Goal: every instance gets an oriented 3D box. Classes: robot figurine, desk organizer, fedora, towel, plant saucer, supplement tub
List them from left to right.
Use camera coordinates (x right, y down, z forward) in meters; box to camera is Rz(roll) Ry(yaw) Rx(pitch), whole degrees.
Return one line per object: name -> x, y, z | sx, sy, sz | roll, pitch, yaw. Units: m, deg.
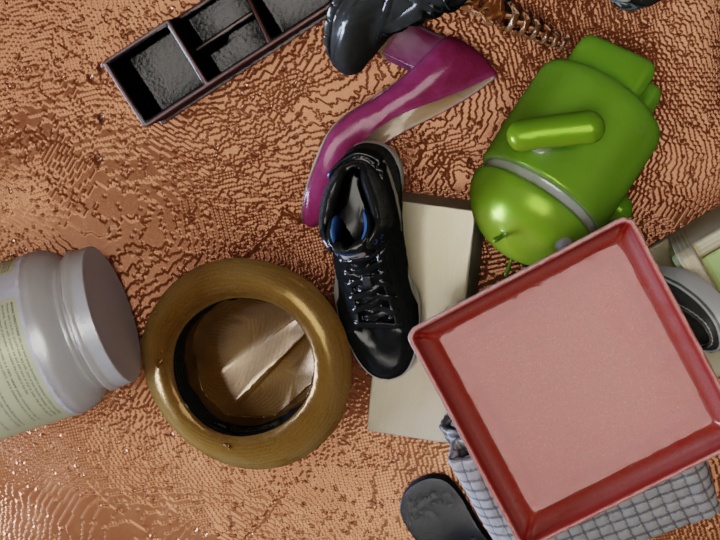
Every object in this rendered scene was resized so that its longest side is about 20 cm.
supplement tub -> -0.304, 0.068, 1.560 | 0.199, 0.145, 0.146 | -18, 97, 9
desk organizer -> -0.113, -0.202, 1.527 | 0.199, 0.077, 0.072 | -32, 95, 10
fedora -> -0.089, 0.072, 1.562 | 0.200, 0.082, 0.202 | 7, 111, 19
robot figurine -> 0.166, -0.090, 1.481 | 0.115, 0.176, 0.200 | 30, 78, 23
plant saucer -> 0.169, 0.087, 1.427 | 0.199, 0.037, 0.200 | -28, 94, 9
towel -> 0.186, 0.154, 1.525 | 0.199, 0.086, 0.166 | -22, 125, 10

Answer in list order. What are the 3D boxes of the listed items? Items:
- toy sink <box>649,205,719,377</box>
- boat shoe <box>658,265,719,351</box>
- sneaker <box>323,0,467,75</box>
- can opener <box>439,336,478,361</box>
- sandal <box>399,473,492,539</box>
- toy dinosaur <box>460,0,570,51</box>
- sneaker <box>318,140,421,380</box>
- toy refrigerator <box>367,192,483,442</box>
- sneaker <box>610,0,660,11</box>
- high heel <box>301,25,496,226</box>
toy sink -> 0.327, 0.011, 1.499 | 0.199, 0.112, 0.131 | -29, 95, 10
boat shoe -> 0.222, 0.028, 1.481 | 0.057, 0.200, 0.069 | -34, 124, -23
sneaker -> 0.039, -0.226, 1.455 | 0.091, 0.076, 0.200 | 40, 128, 8
can opener -> 0.147, 0.065, 1.512 | 0.199, 0.067, 0.054 | -1, 100, -21
sandal -> 0.106, 0.270, 1.601 | 0.076, 0.043, 0.200 | -43, 93, 11
toy dinosaur -> 0.098, -0.265, 1.502 | 0.200, 0.102, 0.136 | 36, 117, -19
sneaker -> 0.000, 0.000, 1.468 | 0.073, 0.112, 0.201 | -4, 99, 14
toy refrigerator -> 0.058, 0.039, 1.556 | 0.075, 0.070, 0.201 | 7, 100, 12
sneaker -> 0.204, -0.242, 1.448 | 0.199, 0.071, 0.080 | -13, 119, -32
high heel -> 0.029, -0.110, 1.534 | 0.096, 0.067, 0.201 | 31, 88, 11
